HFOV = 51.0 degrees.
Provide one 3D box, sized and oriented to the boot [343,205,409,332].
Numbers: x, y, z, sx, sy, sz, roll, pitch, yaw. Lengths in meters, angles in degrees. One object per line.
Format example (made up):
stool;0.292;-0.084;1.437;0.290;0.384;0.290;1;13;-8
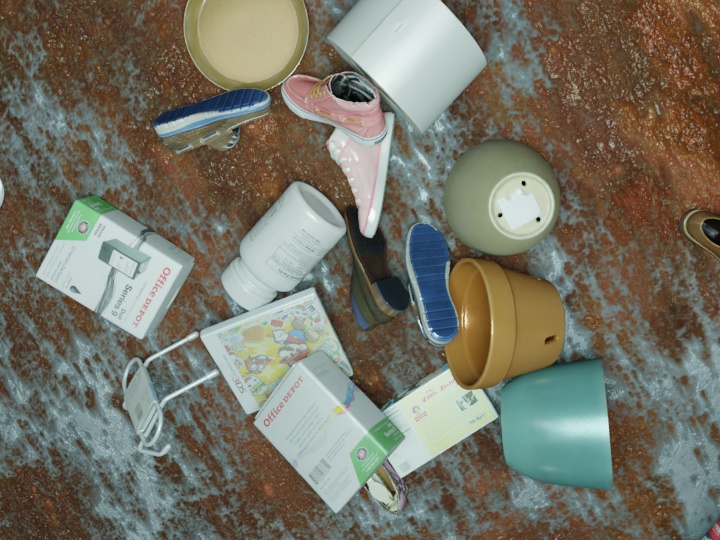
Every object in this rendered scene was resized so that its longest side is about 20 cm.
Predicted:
boot;0.000;0.000;1.216;0.097;0.074;0.202;-45;58;43

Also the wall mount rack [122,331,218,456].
wall mount rack;-0.317;0.194;1.228;0.074;0.200;0.175;23;105;-38

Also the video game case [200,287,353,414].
video game case;-0.133;0.136;1.233;0.198;0.023;0.183;-21;122;4

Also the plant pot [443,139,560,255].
plant pot;0.225;-0.102;1.134;0.185;0.200;0.190;0;99;2

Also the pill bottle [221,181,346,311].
pill bottle;-0.126;-0.033;1.194;0.114;0.114;0.200;43;108;-5

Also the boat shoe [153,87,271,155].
boat shoe;-0.225;-0.232;1.194;0.198;0.073;0.073;-9;128;18

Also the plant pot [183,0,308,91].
plant pot;-0.179;-0.382;1.192;0.197;0.027;0.203;0;99;1

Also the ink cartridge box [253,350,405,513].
ink cartridge box;-0.051;0.251;1.194;0.200;0.087;0.146;42;112;13

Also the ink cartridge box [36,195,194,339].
ink cartridge box;-0.393;-0.006;1.226;0.199;0.084;0.147;31;99;-3

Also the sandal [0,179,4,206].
sandal;-0.673;-0.089;1.235;0.206;0.059;0.079;-40;96;7

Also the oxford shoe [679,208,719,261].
oxford shoe;0.608;-0.032;1.198;0.198;0.071;0.072;25;97;-4

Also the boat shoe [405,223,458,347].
boat shoe;0.103;0.025;1.204;0.071;0.072;0.202;-1;68;-13

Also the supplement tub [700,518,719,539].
supplement tub;0.623;0.490;1.239;0.140;0.140;0.201;37;98;-4

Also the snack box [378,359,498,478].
snack box;0.118;0.246;1.270;0.199;0.037;0.117;-33;96;6

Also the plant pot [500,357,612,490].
plant pot;0.306;0.243;1.190;0.159;0.200;0.203;-4;99;15

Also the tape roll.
tape roll;0.068;-0.321;1.106;0.203;0.203;0.139;44;97;-5

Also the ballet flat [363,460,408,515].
ballet flat;0.009;0.329;1.269;0.069;0.071;0.200;-39;95;10

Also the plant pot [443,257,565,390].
plant pot;0.225;0.083;1.176;0.138;0.200;0.203;2;99;-15

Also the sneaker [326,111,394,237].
sneaker;-0.007;-0.156;1.190;0.103;0.075;0.203;7;85;0

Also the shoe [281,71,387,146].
shoe;-0.045;-0.268;1.138;0.199;0.091;0.072;33;68;24
